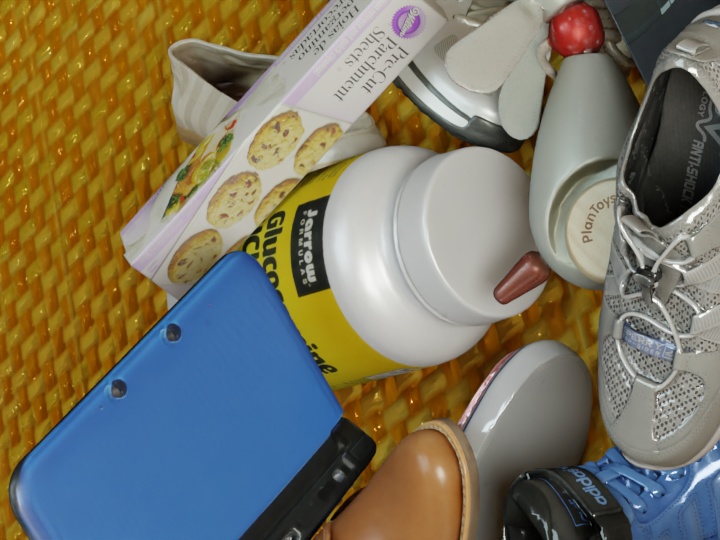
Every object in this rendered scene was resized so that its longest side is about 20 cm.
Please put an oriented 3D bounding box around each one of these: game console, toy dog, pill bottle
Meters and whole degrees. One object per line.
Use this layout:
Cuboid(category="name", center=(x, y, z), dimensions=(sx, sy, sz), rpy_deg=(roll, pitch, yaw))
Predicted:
Cuboid(category="game console", center=(-0.094, 0.120, 1.298), dimensions=(0.118, 0.200, 0.171), rpy_deg=(40, 138, 4))
Cuboid(category="toy dog", center=(0.084, -0.064, 1.268), dimensions=(0.096, 0.132, 0.200), rpy_deg=(-23, 58, 13))
Cuboid(category="pill bottle", center=(0.000, 0.000, 1.387), dimensions=(0.200, 0.112, 0.113), rpy_deg=(-17, 66, 49))

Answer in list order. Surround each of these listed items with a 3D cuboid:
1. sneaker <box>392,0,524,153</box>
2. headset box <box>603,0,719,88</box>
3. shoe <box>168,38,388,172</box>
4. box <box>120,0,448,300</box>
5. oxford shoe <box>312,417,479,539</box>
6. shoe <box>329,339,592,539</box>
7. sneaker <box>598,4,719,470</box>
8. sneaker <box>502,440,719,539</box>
Cuboid(category="sneaker", center=(0.059, -0.160, 1.392), dimensions=(0.115, 0.076, 0.201), rpy_deg=(-52, 41, 32))
Cuboid(category="headset box", center=(0.196, -0.149, 1.196), dimensions=(0.200, 0.093, 0.174), rpy_deg=(-50, 45, 31))
Cuboid(category="shoe", center=(-0.052, -0.088, 1.510), dimensions=(0.200, 0.070, 0.054), rpy_deg=(23, 130, 55))
Cuboid(category="box", center=(-0.040, -0.070, 1.365), dimensions=(0.200, 0.041, 0.039), rpy_deg=(-46, 29, 11))
Cuboid(category="oxford shoe", center=(-0.006, 0.151, 1.287), dimensions=(0.071, 0.071, 0.200), rpy_deg=(56, 130, 38))
Cuboid(category="shoe", center=(0.039, 0.110, 1.337), dimensions=(0.091, 0.071, 0.200), rpy_deg=(38, 114, 44))
Cuboid(category="sneaker", center=(0.124, -0.012, 1.128), dimensions=(0.075, 0.082, 0.201), rpy_deg=(16, 107, 32))
Cuboid(category="sneaker", center=(0.126, 0.093, 1.198), dimensions=(0.077, 0.111, 0.200), rpy_deg=(41, 112, 49))
